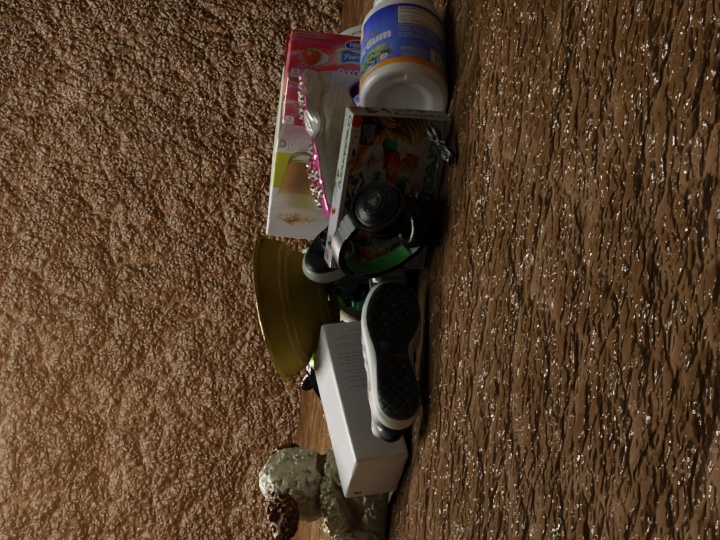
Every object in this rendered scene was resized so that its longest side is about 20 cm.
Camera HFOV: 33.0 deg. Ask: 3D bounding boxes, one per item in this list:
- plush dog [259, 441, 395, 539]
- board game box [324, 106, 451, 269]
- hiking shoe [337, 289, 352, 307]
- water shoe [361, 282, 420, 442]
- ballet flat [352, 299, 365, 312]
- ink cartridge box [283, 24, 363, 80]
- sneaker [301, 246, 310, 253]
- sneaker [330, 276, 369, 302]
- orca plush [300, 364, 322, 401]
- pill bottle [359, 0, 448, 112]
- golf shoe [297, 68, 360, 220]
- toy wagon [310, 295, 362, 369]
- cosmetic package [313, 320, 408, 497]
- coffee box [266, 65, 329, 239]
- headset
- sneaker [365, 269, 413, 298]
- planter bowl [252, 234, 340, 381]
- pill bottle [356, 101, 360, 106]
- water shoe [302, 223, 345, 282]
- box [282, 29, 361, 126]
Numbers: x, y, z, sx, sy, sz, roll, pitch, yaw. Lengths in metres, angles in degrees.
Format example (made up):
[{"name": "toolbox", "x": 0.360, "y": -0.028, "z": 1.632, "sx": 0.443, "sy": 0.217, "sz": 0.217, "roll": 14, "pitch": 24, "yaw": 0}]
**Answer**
[{"name": "plush dog", "x": -0.049, "y": 0.287, "z": 1.608, "sx": 0.200, "sy": 0.171, "sz": 0.161, "roll": -95, "pitch": 13, "yaw": -67}, {"name": "board game box", "x": 0.032, "y": -0.098, "z": 1.480, "sx": 0.035, "sy": 0.126, "sz": 0.201, "roll": -123, "pitch": 37, "yaw": -58}, {"name": "hiking shoe", "x": -0.013, "y": 0.092, "z": 1.835, "sx": 0.101, "sy": 0.075, "sz": 0.201, "roll": 20, "pitch": -114, "yaw": -67}, {"name": "water shoe", "x": 0.030, "y": 0.107, "z": 1.449, "sx": 0.079, "sy": 0.071, "sz": 0.201, "roll": 111, "pitch": 165, "yaw": -51}, {"name": "ballet flat", "x": 0.016, "y": 0.049, "z": 1.796, "sx": 0.071, "sy": 0.067, "sz": 0.201, "roll": 83, "pitch": -172, "yaw": -47}, {"name": "ink cartridge box", "x": -0.014, "y": -0.331, "z": 1.849, "sx": 0.162, "sy": 0.199, "sz": 0.050, "roll": -92, "pitch": 11, "yaw": -55}, {"name": "sneaker", "x": -0.069, "y": 0.034, "z": 1.824, "sx": 0.200, "sy": 0.080, "sz": 0.089, "roll": 129, "pitch": 152, "yaw": -56}, {"name": "sneaker", "x": 0.000, "y": 0.000, "z": 1.683, "sx": 0.200, "sy": 0.077, "sz": 0.092, "roll": 18, "pitch": -105, "yaw": -65}, {"name": "orca plush", "x": -0.055, "y": 0.172, "z": 1.899, "sx": 0.200, "sy": 0.071, "sz": 0.106, "roll": 57, "pitch": -146, "yaw": -44}, {"name": "pill bottle", "x": 0.055, "y": -0.278, "z": 1.553, "sx": 0.112, "sy": 0.112, "sz": 0.201, "roll": 103, "pitch": 171, "yaw": -47}, {"name": "golf shoe", "x": -0.027, "y": -0.163, "z": 1.530, "sx": 0.075, "sy": 0.091, "sz": 0.201, "roll": 119, "pitch": 145, "yaw": -74}, {"name": "toy wagon", "x": -0.015, "y": 0.113, "z": 1.702, "sx": 0.155, "sy": 0.039, "sz": 0.201, "roll": -39, "pitch": 66, "yaw": 50}, {"name": "cosmetic package", "x": -0.002, "y": 0.174, "z": 1.546, "sx": 0.102, "sy": 0.071, "sz": 0.201, "roll": 103, "pitch": 157, "yaw": -53}, {"name": "coffee box", "x": -0.039, "y": -0.179, "z": 1.920, "sx": 0.200, "sy": 0.199, "sz": 0.198, "roll": -91, "pitch": 9, "yaw": -48}, {"name": "headset", "x": 0.042, "y": -0.076, "z": 1.435, "sx": 0.200, "sy": 0.123, "sz": 0.094, "roll": -48, "pitch": 52, "yaw": 27}, {"name": "sneaker", "x": 0.038, "y": 0.003, "z": 1.612, "sx": 0.091, "sy": 0.066, "sz": 0.201, "roll": 116, "pitch": 158, "yaw": -66}, {"name": "planter bowl", "x": -0.076, "y": 0.043, "z": 1.633, "sx": 0.200, "sy": 0.083, "sz": 0.201, "roll": -11, "pitch": -90, "yaw": -82}, {"name": "pill bottle", "x": 0.029, "y": -0.143, "z": 1.663, "sx": 0.200, "sy": 0.108, "sz": 0.109, "roll": 104, "pitch": 170, "yaw": -55}, {"name": "water shoe", "x": -0.003, "y": -0.070, "z": 1.551, "sx": 0.071, "sy": 0.200, "sz": 0.079, "roll": 38, "pitch": 162, "yaw": 34}, {"name": "box", "x": -0.006, "y": -0.258, "z": 1.686, "sx": 0.096, "sy": 0.199, "sz": 0.100, "roll": 102, "pitch": 172, "yaw": -53}]
